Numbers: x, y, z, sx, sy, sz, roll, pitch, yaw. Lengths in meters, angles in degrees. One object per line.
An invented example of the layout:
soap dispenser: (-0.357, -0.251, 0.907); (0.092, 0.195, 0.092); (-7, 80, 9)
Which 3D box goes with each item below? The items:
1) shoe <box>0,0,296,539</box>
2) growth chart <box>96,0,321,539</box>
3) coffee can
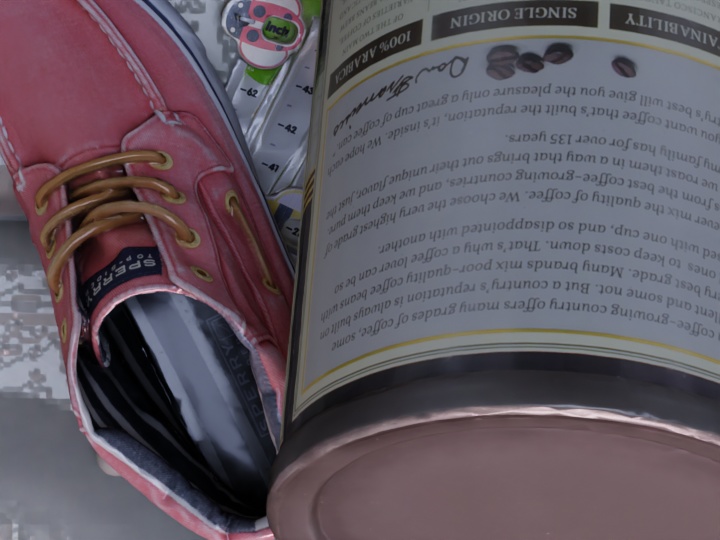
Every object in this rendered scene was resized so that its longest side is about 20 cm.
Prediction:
shoe: (-0.065, -0.013, 0.831); (0.071, 0.091, 0.200); (-29, 91, 10)
growth chart: (0.000, 0.000, 0.899); (0.144, 0.018, 0.201); (15, 98, -12)
coffee can: (0.055, -0.019, 0.774); (0.146, 0.146, 0.201); (11, 61, -11)
